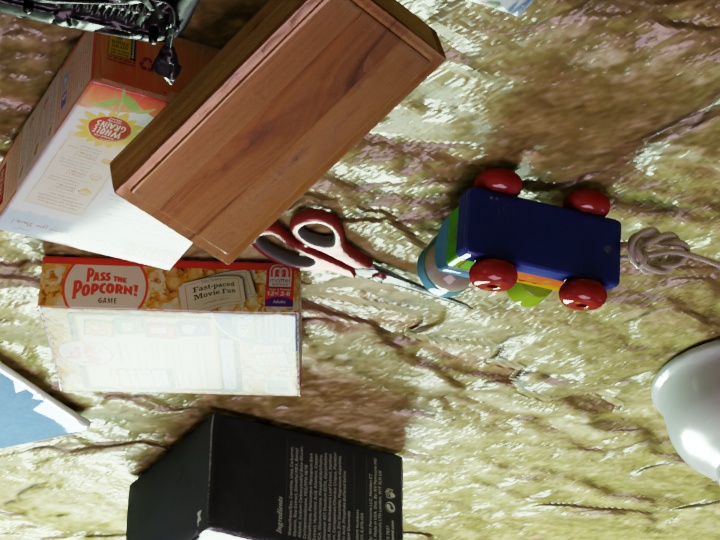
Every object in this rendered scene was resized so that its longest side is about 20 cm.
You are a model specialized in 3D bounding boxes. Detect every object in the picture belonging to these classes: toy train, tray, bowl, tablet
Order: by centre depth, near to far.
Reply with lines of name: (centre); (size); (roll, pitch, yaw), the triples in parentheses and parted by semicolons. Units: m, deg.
tray: (-0.053, -0.097, 1.215); (0.098, 0.037, 0.200); (33, 114, -34)
toy train: (0.147, -0.003, 1.427); (0.199, 0.085, 0.116); (12, 159, -19)
bowl: (0.345, 0.135, 1.649); (0.200, 0.091, 0.201); (1, 151, 1)
tablet: (-0.340, 0.107, 1.700); (0.130, 0.014, 0.200); (-13, 147, 24)

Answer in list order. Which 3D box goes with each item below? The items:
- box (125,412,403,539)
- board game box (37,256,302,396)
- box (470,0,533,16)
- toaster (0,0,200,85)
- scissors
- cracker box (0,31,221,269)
box: (-0.091, 0.235, 1.814); (0.199, 0.118, 0.197); (15, 148, -25)
board game box: (-0.146, 0.047, 1.552); (0.199, 0.046, 0.152); (2, 151, -1)
box: (0.078, -0.223, 1.069); (0.136, 0.040, 0.200); (14, 148, -23)
toaster: (-0.151, -0.212, 1.015); (0.180, 0.119, 0.200); (12, 149, -17)
scissors: (0.000, 0.000, 1.501); (0.073, 0.014, 0.200); (-24, 143, 33)
cracker box: (-0.151, -0.081, 1.312); (0.133, 0.058, 0.200); (14, 147, -24)
